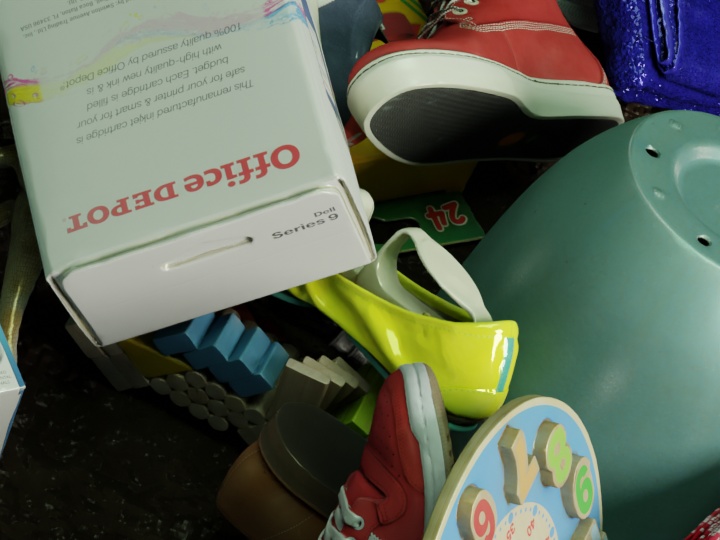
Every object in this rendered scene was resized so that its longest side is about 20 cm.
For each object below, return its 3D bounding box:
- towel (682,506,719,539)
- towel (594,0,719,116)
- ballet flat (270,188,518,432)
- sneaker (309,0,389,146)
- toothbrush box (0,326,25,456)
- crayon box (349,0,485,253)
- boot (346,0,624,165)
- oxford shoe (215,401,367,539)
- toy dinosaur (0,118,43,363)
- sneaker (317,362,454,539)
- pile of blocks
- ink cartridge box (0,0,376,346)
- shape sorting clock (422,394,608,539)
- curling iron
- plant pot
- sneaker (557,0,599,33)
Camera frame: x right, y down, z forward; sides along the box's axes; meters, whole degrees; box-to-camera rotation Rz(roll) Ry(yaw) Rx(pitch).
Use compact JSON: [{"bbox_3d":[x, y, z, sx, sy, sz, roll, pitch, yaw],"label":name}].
[{"bbox_3d":[0.170,0.146,1.417,0.022,0.145,0.200,36,49,22],"label":"towel"},{"bbox_3d":[0.182,-0.187,1.659,0.148,0.050,0.200,6,76,-48],"label":"towel"},{"bbox_3d":[0.000,0.000,1.433,0.200,0.067,0.067,36,24,31],"label":"ballet flat"},{"bbox_3d":[-0.025,-0.153,1.539,0.084,0.075,0.200,20,64,-43],"label":"sneaker"},{"bbox_3d":[-0.262,0.009,1.397,0.146,0.085,0.200,-10,57,-26],"label":"toothbrush box"},{"bbox_3d":[-0.017,-0.099,1.591,0.127,0.051,0.200,-11,60,-28],"label":"crayon box"},{"bbox_3d":[0.044,-0.132,1.537,0.200,0.072,0.144,0,63,-54],"label":"boot"},{"bbox_3d":[0.018,0.147,1.417,0.200,0.071,0.071,40,28,-8],"label":"oxford shoe"},{"bbox_3d":[-0.156,-0.038,1.470,0.101,0.058,0.200,19,49,16],"label":"toy dinosaur"},{"bbox_3d":[-0.015,0.138,1.335,0.112,0.200,0.071,0,15,-3],"label":"sneaker"},{"bbox_3d":[-0.040,0.045,1.454,0.200,0.082,0.062,27,50,1],"label":"pile of blocks"},{"bbox_3d":[-0.088,-0.083,1.416,0.145,0.088,0.200,-18,60,5],"label":"ink cartridge box"},{"bbox_3d":[0.066,0.154,1.317,0.039,0.200,0.200,12,46,23],"label":"shape sorting clock"},{"bbox_3d":[-0.062,-0.012,1.516,0.200,0.050,0.026,36,92,16],"label":"curling iron"},{"bbox_3d":[0.149,0.021,1.464,0.200,0.161,0.201,19,39,-16],"label":"plant pot"},{"bbox_3d":[0.091,-0.191,1.672,0.200,0.073,0.071,22,10,-35],"label":"sneaker"}]
